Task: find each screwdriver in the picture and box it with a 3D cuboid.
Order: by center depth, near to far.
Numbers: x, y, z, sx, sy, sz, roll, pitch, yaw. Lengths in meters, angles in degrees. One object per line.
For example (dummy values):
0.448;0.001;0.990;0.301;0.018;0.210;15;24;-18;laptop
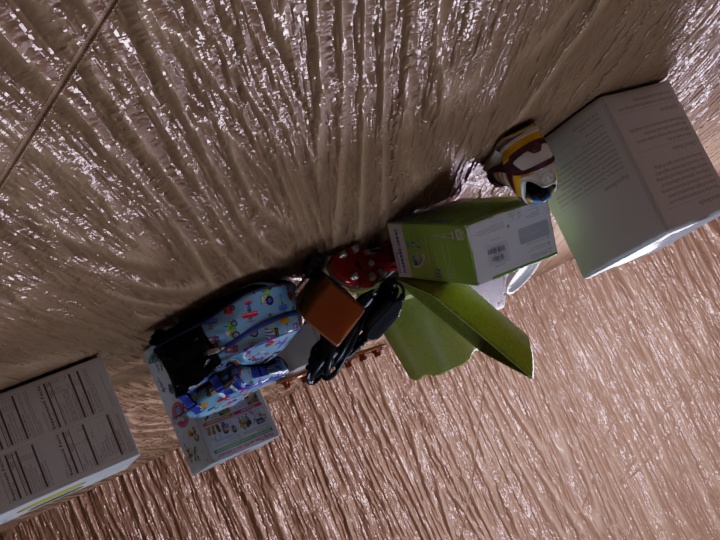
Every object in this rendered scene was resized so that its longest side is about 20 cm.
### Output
-0.078;0.011;1.496;0.029;0.028;0.200;6;163;-8;screwdriver

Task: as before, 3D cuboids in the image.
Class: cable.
-0.022;0.088;1.504;0.200;0.051;0.163;-48;-163;-17;cable

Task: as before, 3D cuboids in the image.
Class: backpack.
-0.167;0.101;1.435;0.199;0.136;0.182;-31;171;16;backpack

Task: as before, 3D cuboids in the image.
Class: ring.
-0.047;0.163;1.701;0.198;0.019;0.200;-19;175;-2;ring

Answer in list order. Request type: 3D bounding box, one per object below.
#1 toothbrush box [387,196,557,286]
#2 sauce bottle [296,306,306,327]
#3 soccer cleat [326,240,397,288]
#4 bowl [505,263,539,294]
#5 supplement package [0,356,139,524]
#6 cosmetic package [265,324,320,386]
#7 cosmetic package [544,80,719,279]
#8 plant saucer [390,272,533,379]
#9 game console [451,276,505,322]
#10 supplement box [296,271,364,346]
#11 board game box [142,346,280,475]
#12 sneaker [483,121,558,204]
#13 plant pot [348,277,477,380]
0.153;-0.045;1.412;0.144;0.087;0.199;-19;-167;-28;toothbrush box
-0.136;0.081;1.626;0.064;0.065;0.199;-32;171;36;sauce bottle
0.000;0.000;1.534;0.085;0.069;0.199;-36;172;31;soccer cleat
0.262;-0.023;1.815;0.200;0.090;0.202;-39;157;-21;bowl
-0.435;0.238;1.407;0.198;0.152;0.152;-21;171;-26;supplement package
-0.139;0.126;1.720;0.198;0.114;0.081;-22;173;-32;cosmetic package
0.368;-0.125;1.399;0.166;0.202;0.166;-17;168;-38;cosmetic package
0.156;0.062;1.472;0.048;0.199;0.200;-52;-163;-4;plant saucer
0.191;-0.016;1.648;0.031;0.180;0.199;5;-173;29;game console
-0.048;0.050;1.452;0.067;0.069;0.200;-53;-172;0;supplement box
-0.228;0.191;1.551;0.064;0.202;0.147;-33;167;38;board game box
0.215;-0.123;1.342;0.074;0.091;0.200;-25;171;1;sneaker
0.105;0.070;1.675;0.198;0.186;0.200;-24;-172;4;plant pot
